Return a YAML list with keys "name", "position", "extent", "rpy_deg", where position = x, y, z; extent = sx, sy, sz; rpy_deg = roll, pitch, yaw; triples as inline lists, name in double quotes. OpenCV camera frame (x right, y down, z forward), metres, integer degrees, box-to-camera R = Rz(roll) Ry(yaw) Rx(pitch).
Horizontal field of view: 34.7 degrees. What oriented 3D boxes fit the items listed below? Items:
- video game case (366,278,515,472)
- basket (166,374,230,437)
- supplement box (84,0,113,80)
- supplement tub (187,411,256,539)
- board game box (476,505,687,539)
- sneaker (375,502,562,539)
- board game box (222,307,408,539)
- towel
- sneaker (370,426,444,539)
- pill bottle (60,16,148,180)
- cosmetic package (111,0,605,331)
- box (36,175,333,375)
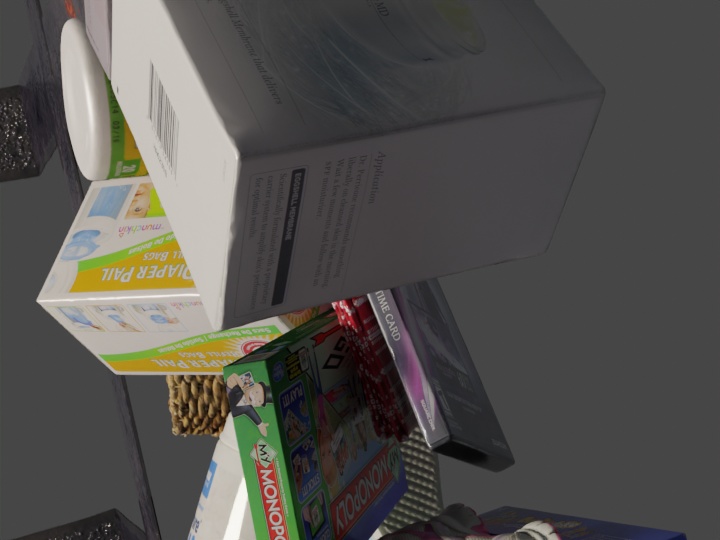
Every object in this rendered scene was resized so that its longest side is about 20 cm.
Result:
- name: "video game case"
  position: [0.033, 0.023, 0.712]
  extent: [0.143, 0.019, 0.203]
  rpy_deg: [34, -148, -64]
- name: "basket"
  position: [-0.097, 0.047, 1.013]
  extent: [0.201, 0.140, 0.152]
  rpy_deg: [103, 168, -62]
- name: "supplement box"
  position: [-0.067, -0.190, 0.701]
  extent: [0.110, 0.197, 0.061]
  rpy_deg: [96, 151, -41]
- name: "supplement tub"
  position: [-0.074, 0.226, 0.913]
  extent: [0.132, 0.130, 0.204]
  rpy_deg: [9, 82, 67]
- name: "board game box"
  position: [0.126, 0.214, 0.661]
  extent: [0.200, 0.044, 0.137]
  rpy_deg: [162, 95, -69]
- name: "sneaker"
  position: [0.056, 0.185, 0.637]
  extent: [0.200, 0.087, 0.083]
  rpy_deg: [162, 95, -69]
- name: "board game box"
  position: [-0.020, 0.101, 0.700]
  extent: [0.200, 0.029, 0.137]
  rpy_deg: [-26, -74, -71]
- name: "towel"
  position: [0.000, 0.000, 0.750]
  extent: [0.203, 0.022, 0.145]
  rpy_deg: [69, -164, -3]
- name: "sneaker"
  position: [0.022, 0.182, 0.866]
  extent: [0.082, 0.073, 0.204]
  rpy_deg: [-27, 77, 63]
- name: "pill bottle"
  position: [-0.108, -0.132, 0.834]
  extent: [0.111, 0.197, 0.113]
  rpy_deg: [171, 90, -69]
- name: "cosmetic package"
  position: [-0.012, -0.099, 0.618]
  extent: [0.201, 0.197, 0.124]
  rpy_deg: [60, 151, 35]
- name: "box"
  position: [-0.112, 0.002, 0.824]
  extent: [0.102, 0.197, 0.114]
  rpy_deg: [53, -136, -44]
